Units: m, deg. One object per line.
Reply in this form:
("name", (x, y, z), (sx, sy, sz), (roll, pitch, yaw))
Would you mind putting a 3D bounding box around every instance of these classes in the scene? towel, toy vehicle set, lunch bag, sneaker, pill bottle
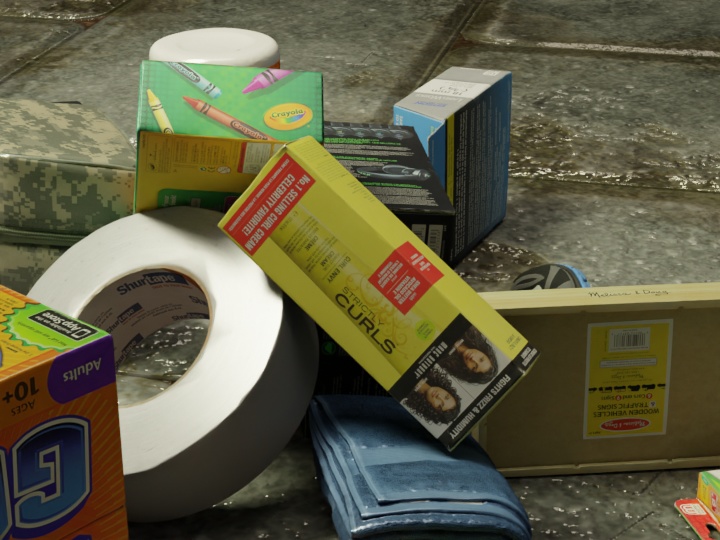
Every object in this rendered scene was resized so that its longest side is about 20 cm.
("towel", (0.032, 0.126, 0.961), (0.111, 0.049, 0.200), (1, 13, -11))
("toy vehicle set", (0.173, 0.072, 1.031), (0.199, 0.125, 0.027), (-2, 23, -5))
("lunch bag", (-0.253, -0.032, 1.225), (0.139, 0.168, 0.200), (1, 19, -26))
("sneaker", (0.130, 0.049, 1.153), (0.082, 0.071, 0.200), (5, 26, -3))
("pill bottle", (-0.120, -0.096, 1.328), (0.109, 0.201, 0.110), (0, 23, 0))

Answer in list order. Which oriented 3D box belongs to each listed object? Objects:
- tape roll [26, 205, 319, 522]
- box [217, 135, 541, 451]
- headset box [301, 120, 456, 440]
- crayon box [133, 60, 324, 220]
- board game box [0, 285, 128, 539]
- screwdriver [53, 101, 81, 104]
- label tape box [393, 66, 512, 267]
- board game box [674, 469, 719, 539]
("tape roll", (-0.131, 0.058, 1.010), (0.200, 0.066, 0.201), (-12, 54, 17))
("box", (0.012, 0.012, 0.958), (0.200, 0.075, 0.050), (45, 20, 5))
("headset box", (0.000, 0.000, 1.131), (0.092, 0.175, 0.200), (2, 24, -8))
("crayon box", (-0.095, -0.060, 1.070), (0.118, 0.200, 0.058), (3, 61, -9))
("board game box", (-0.261, 0.126, 0.812), (0.200, 0.200, 0.200), (19, 30, 38))
("screwdriver", (-0.393, -0.160, 1.694), (0.200, 0.028, 0.029), (-12, -3, -33))
("label tape box", (0.069, -0.084, 1.369), (0.063, 0.145, 0.200), (10, 25, 23))
("board game box", (0.305, 0.149, 0.979), (0.199, 0.030, 0.096), (-8, 24, -11))
